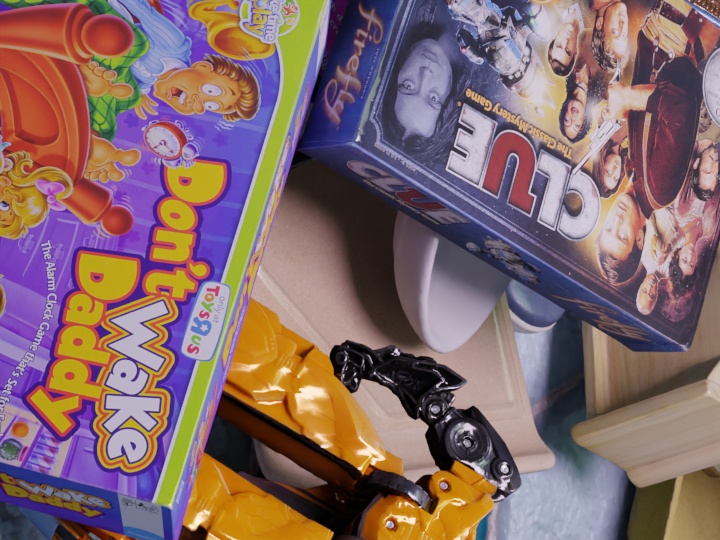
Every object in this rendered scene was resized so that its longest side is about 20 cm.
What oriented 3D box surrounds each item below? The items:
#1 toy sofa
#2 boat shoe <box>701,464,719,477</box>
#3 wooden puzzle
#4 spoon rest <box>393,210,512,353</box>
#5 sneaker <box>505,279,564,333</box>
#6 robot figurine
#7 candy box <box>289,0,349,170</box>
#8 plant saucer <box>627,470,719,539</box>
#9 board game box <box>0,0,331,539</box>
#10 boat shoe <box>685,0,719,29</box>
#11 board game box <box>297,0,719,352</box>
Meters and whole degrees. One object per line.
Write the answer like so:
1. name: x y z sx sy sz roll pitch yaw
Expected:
1. toy sofa: 0.163 0.007 0.932 0.097 0.083 0.201 30 49 -41
2. boat shoe: 0.229 0.020 0.979 0.073 0.063 0.201 48 51 -35
3. wooden puzzle: 0.000 0.000 0.787 0.185 0.037 0.201 1 69 -50
4. spoon rest: 0.070 -0.054 0.777 0.201 0.060 0.100 -64 156 -24
5. sneaker: 0.086 -0.070 0.880 0.075 0.084 0.201 -17 97 -50
6. robot figurine: -0.038 0.072 0.652 0.199 0.058 0.145 33 59 -5
7. candy box: -0.011 -0.138 0.764 0.137 0.061 0.200 62 36 -12
8. plant saucer: 0.220 0.121 1.039 0.200 0.048 0.201 42 54 -38
9. board game box: -0.099 -0.021 0.614 0.045 0.134 0.201 100 4 -64
10. boat shoe: 0.201 -0.124 0.860 0.199 0.072 0.072 23 34 -22
11. board game box: 0.077 -0.066 0.721 0.200 0.035 0.136 29 72 -36
